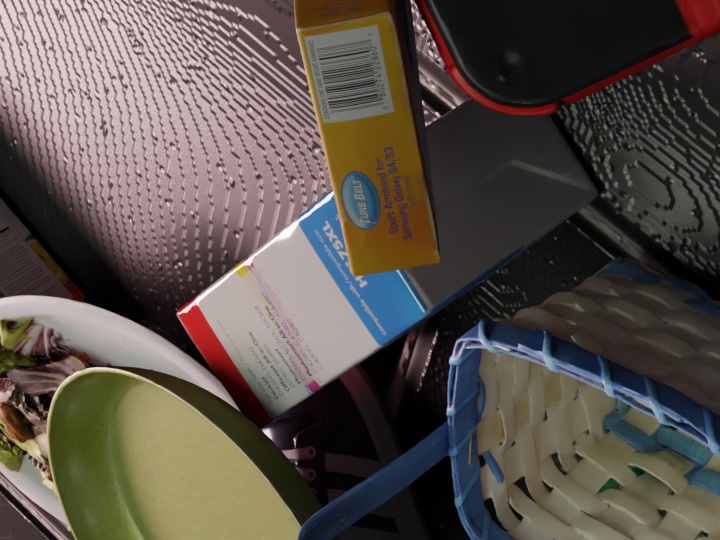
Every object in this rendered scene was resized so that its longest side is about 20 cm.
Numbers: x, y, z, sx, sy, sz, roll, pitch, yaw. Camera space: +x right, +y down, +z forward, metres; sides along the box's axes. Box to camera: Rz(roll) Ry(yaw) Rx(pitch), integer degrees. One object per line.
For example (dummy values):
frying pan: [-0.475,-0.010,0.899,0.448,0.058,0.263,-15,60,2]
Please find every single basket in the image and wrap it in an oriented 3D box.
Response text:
basket: [0.098,0.096,1.106,0.176,0.200,0.140,27,134,36]

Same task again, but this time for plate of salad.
plate of salad: [-0.135,0.093,1.468,0.199,0.048,0.201,18,140,16]

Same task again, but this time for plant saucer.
plant saucer: [-0.066,0.124,1.276,0.199,0.031,0.201,32,141,30]

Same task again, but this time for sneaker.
sneaker: [-0.030,0.124,1.356,0.070,0.108,0.201,-8,110,51]

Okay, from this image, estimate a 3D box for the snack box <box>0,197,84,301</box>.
snack box: [-0.243,0.024,1.575,0.142,0.053,0.200,49,142,12]

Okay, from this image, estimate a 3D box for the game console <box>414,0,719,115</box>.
game console: [0.079,-0.171,0.995,0.201,0.176,0.031,63,-173,-9]

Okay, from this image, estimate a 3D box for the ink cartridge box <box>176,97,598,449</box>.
ink cartridge box: [0.000,0.000,1.222,0.067,0.116,0.200,56,143,1]

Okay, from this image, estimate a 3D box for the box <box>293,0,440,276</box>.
box: [-0.002,-0.107,1.101,0.201,0.041,0.120,-98,-4,-51]
